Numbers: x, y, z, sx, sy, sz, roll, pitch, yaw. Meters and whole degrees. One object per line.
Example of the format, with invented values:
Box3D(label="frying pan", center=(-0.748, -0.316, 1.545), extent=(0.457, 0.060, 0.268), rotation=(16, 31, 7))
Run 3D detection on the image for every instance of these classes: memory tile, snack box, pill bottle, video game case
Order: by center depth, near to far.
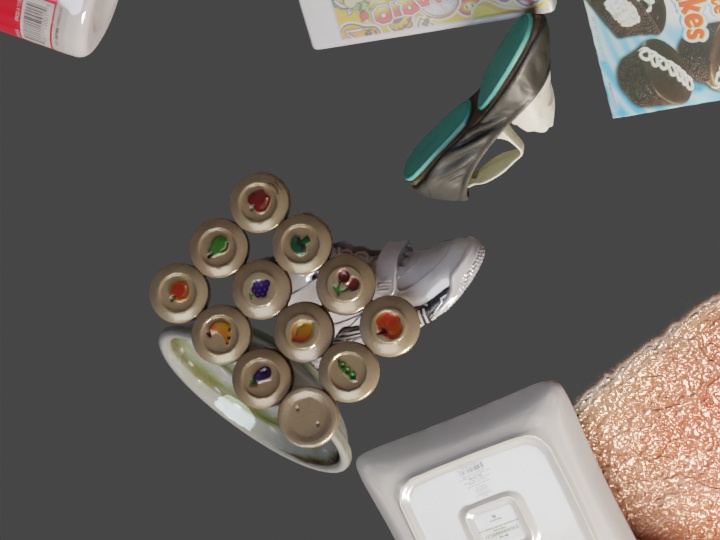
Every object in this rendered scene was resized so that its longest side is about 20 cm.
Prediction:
Box3D(label="snack box", center=(0.225, -0.217, 1.464), extent=(0.116, 0.037, 0.200), rotation=(-9, 120, 18))
Box3D(label="video game case", center=(0.034, -0.266, 1.488), extent=(0.199, 0.023, 0.182), rotation=(-7, 120, 18))
Box3D(label="pill bottle", center=(-0.289, -0.249, 1.523), extent=(0.199, 0.112, 0.112), rotation=(20, 125, 1))
Box3D(label="memory tile", center=(-0.063, 0.032, 1.595), extent=(0.200, 0.017, 0.153), rotation=(43, 91, 8))

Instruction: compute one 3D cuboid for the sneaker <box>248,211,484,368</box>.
Box3D(label="sneaker", center=(0.000, 0.000, 1.636), extent=(0.200, 0.075, 0.115), rotation=(-28, 114, 30))

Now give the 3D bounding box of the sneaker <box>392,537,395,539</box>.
Box3D(label="sneaker", center=(0.081, 0.218, 1.770), extent=(0.200, 0.075, 0.082), rotation=(-33, 101, 18))

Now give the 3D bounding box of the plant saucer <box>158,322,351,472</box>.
Box3D(label="plant saucer", center=(-0.082, 0.099, 1.703), extent=(0.200, 0.050, 0.200), rotation=(31, 159, 13))

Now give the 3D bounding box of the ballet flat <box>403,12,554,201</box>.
Box3D(label="ballet flat", center=(0.110, -0.124, 1.542), extent=(0.068, 0.068, 0.200), rotation=(26, 135, -15))

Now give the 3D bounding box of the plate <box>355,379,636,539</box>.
Box3D(label="plate", center=(0.121, 0.217, 1.706), extent=(0.199, 0.032, 0.200), rotation=(-23, 104, 15))

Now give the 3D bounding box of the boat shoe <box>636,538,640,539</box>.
Box3D(label="boat shoe", center=(0.258, 0.292, 1.757), extent=(0.199, 0.068, 0.074), rotation=(19, 107, 2))
